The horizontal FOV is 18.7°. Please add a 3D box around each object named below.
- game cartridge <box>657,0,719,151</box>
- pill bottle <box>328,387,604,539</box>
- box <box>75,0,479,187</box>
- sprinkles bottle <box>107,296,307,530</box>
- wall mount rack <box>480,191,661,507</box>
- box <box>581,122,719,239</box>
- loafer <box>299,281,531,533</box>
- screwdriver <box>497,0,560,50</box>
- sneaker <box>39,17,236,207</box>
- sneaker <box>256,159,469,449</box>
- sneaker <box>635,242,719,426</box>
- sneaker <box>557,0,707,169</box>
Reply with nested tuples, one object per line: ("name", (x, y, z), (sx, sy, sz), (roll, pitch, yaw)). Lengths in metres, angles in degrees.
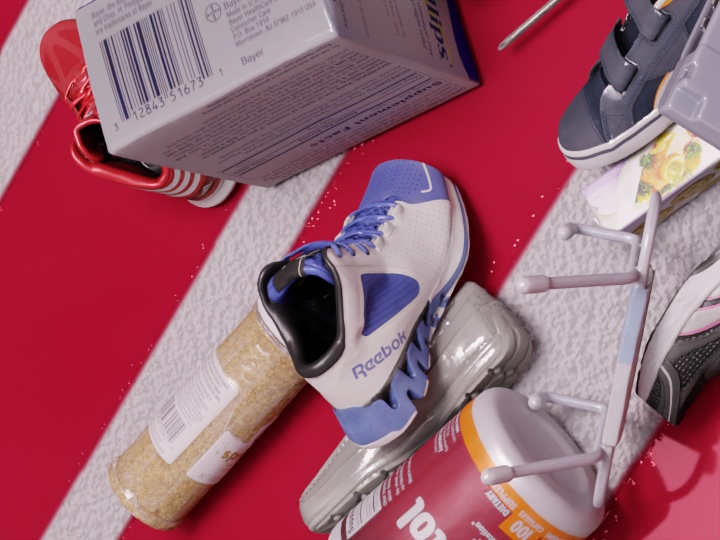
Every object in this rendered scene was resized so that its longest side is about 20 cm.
("game cartridge", (0.269, -0.143, 1.285), (0.133, 0.040, 0.201), (30, 72, -5))
("pill bottle", (0.052, 0.178, 1.409), (0.200, 0.113, 0.113), (-44, 67, 20))
("box", (-0.052, -0.146, 1.440), (0.183, 0.199, 0.106), (-24, 74, 26))
("sprinkles bottle", (-0.091, 0.091, 1.522), (0.200, 0.068, 0.068), (-47, 66, 19))
("wall mount rack", (0.129, 0.051, 1.314), (0.074, 0.174, 0.202), (11, 105, 9))
("box", (0.229, -0.088, 1.369), (0.199, 0.041, 0.039), (-37, 71, 21))
("loafer", (0.029, 0.094, 1.457), (0.200, 0.070, 0.070), (-45, 62, 11))
("screwdriver", (0.163, -0.210, 1.424), (0.199, 0.028, 0.029), (-37, 39, 23))
("sneaker", (-0.180, -0.124, 1.560), (0.200, 0.115, 0.079), (37, 104, 26))
("sneaker", (0.000, 0.001, 1.409), (0.080, 0.115, 0.201), (-14, 50, 37))
("sneaker", (0.244, 0.018, 1.335), (0.086, 0.080, 0.201), (36, 110, 15))
("sneaker", (0.189, -0.149, 1.363), (0.200, 0.079, 0.079), (-39, 31, 16))
